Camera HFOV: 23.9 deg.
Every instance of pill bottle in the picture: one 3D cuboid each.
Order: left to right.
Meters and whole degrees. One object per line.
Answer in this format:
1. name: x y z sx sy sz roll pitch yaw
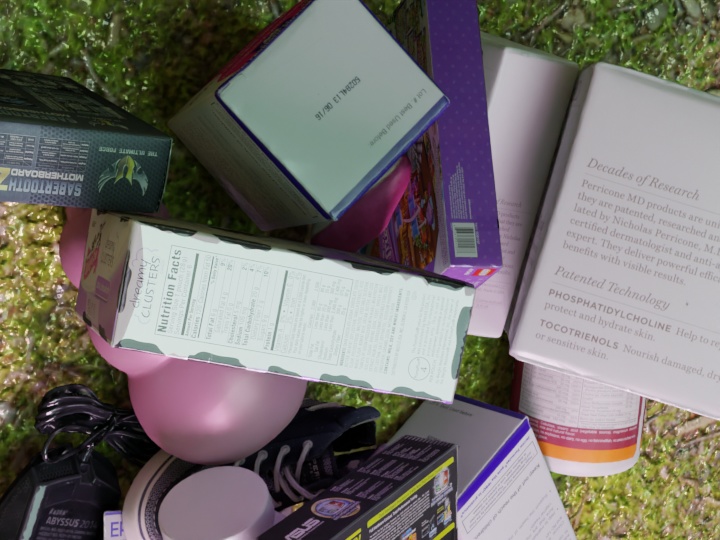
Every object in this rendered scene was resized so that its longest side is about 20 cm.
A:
1. pill bottle: -0.073 0.229 1.123 0.104 0.104 0.202 -28 126 -22
2. pill bottle: 0.176 0.049 1.329 0.109 0.109 0.202 -4 106 -32

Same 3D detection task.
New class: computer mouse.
1. computer mouse: -0.211 0.174 1.158 0.138 0.052 0.202 26 87 -52

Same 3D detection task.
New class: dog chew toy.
1. dog chew toy: -0.124 0.030 1.119 0.124 0.124 0.201 -41 105 -14

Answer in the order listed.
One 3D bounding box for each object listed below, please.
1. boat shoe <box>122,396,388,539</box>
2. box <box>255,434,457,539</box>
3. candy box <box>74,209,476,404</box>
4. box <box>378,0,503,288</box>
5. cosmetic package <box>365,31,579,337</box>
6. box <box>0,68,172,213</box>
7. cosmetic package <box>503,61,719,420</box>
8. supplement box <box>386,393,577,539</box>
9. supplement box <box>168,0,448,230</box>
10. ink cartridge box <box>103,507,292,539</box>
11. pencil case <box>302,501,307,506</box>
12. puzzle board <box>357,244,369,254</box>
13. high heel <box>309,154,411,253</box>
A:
1. boat shoe: -0.067 0.139 1.181 0.199 0.092 0.075 -30 109 -43
2. box: 0.003 0.216 1.106 0.200 0.044 0.162 -28 120 -57
3. candy box: -0.057 0.017 0.992 0.198 0.168 0.072 10 92 -16
4. box: 0.045 -0.079 1.119 0.039 0.137 0.202 1 74 -17
5. cosmetic package: 0.074 -0.065 1.206 0.071 0.101 0.202 8 103 -34
6. box: -0.230 -0.083 0.982 0.198 0.157 0.052 3 106 -35
7. cosmetic package: 0.205 -0.023 1.177 0.165 0.167 0.202 16 95 2
8. supplement box: 0.097 0.208 1.333 0.103 0.101 0.201 -45 127 -27
9. supplement box: -0.039 -0.096 1.056 0.101 0.200 0.103 -45 99 -12
10. ink cartridge box: -0.120 0.265 1.210 0.197 0.043 0.202 5 82 -51
11. pencil case: 0.009 0.253 1.247 0.088 0.078 0.202 -6 107 -6
12. puzzle board: 0.045 -0.068 1.258 0.150 0.017 0.201 -37 123 -17
13. high heel: 0.000 0.000 1.150 0.096 0.200 0.068 38 40 -8
